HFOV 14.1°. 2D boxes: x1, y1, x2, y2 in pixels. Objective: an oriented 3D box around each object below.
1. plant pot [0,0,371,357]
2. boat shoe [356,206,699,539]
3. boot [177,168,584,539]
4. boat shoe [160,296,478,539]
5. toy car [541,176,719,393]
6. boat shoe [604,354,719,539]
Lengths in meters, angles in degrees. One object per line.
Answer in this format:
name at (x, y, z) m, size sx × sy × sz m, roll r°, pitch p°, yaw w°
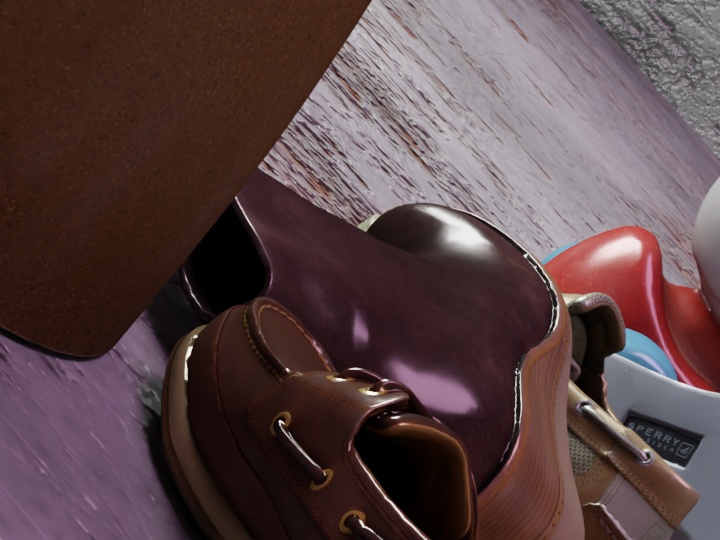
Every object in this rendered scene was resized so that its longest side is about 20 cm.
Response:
plant pot at (-0.059, -0.110, 0.774) m, size 0.186 × 0.200 × 0.186 m, roll 46°, pitch 12°, yaw -12°
boat shoe at (0.063, 0.035, 1.055) m, size 0.072 × 0.076 × 0.200 m, roll 35°, pitch 16°, yaw -48°
boot at (0.000, 0.000, 0.942) m, size 0.166 × 0.072 × 0.200 m, roll 43°, pitch 15°, yaw -32°
boat shoe at (0.000, 0.062, 0.744) m, size 0.072 × 0.068 × 0.200 m, roll 42°, pitch 12°, yaw -28°
toy car at (0.182, 0.022, 1.229) m, size 0.177 × 0.200 × 0.184 m, roll 46°, pitch 11°, yaw -8°
boat shoe at (0.139, 0.095, 1.074) m, size 0.202 × 0.075 × 0.086 m, roll 21°, pitch -18°, yaw 42°
